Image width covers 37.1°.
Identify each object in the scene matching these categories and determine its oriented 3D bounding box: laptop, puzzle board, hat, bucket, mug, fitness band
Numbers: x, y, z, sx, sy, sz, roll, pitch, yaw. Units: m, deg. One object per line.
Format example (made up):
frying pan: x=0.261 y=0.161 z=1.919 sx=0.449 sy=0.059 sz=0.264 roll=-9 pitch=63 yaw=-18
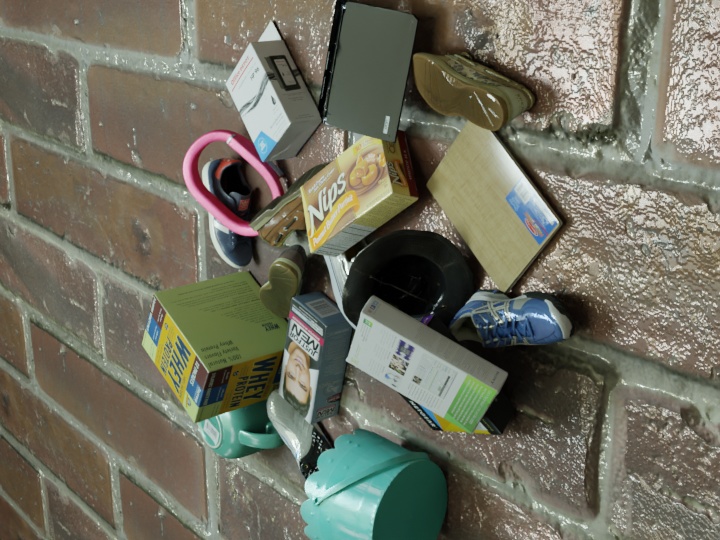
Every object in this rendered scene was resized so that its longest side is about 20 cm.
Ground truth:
laptop: x=0.006 y=-0.292 z=1.539 sx=0.200 sy=0.103 sz=0.177 roll=-107 pitch=28 yaw=-74
puzzle board: x=0.176 y=-0.090 z=1.428 sx=0.200 sy=0.017 sz=0.151 roll=57 pitch=139 yaw=23
hat: x=0.071 y=0.015 z=1.535 sx=0.081 sy=0.200 sz=0.201 roll=-77 pitch=-1 yaw=-59
bucket: x=0.027 y=0.351 z=1.623 sx=0.135 sy=0.207 sz=0.207 roll=14 pitch=112 yaw=40
mug: x=-0.228 y=0.272 z=1.999 sx=0.185 sy=0.114 sz=0.152 roll=-26 pitch=81 yaw=54
fitness band: x=-0.214 y=-0.149 z=1.836 sx=0.200 sy=0.037 sz=0.144 roll=43 pitch=115 yaw=2

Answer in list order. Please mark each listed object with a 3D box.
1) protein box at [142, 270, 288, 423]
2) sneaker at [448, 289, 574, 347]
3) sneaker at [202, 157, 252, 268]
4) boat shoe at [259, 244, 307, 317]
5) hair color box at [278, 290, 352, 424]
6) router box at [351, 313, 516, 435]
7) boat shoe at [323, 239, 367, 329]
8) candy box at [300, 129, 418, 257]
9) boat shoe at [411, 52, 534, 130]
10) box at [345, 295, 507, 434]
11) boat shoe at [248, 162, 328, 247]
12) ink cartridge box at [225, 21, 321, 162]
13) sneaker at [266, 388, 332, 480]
protein box: x=-0.247 y=0.131 z=1.907 sx=0.200 sy=0.198 sz=0.135 roll=49 pitch=136 yaw=31
sneaker: x=0.196 y=0.073 z=1.392 sx=0.200 sy=0.077 sz=0.076 roll=-3 pitch=118 yaw=57
sneaker: x=-0.222 y=-0.103 z=1.905 sx=0.084 sy=0.075 sz=0.200 roll=-9 pitch=99 yaw=44
boat shoe: x=-0.123 y=0.019 z=1.820 sx=0.072 sy=0.066 sz=0.201 roll=34 pitch=154 yaw=5
hair color box: x=-0.077 y=0.147 z=1.804 sx=0.099 sy=0.061 sz=0.200 roll=38 pitch=130 yaw=40
router box: x=0.101 y=0.145 z=1.492 sx=0.200 sy=0.051 sz=0.149 roll=48 pitch=150 yaw=-22
boat shoe: x=0.004 y=-0.001 z=1.648 sx=0.086 sy=0.075 sz=0.202 roll=-44 pitch=56 yaw=46
candy box: x=-0.006 y=-0.114 z=1.580 sx=0.200 sy=0.055 sz=0.116 roll=-35 pitch=56 yaw=43
boat shoe: x=0.141 y=-0.238 z=1.398 sx=0.200 sy=0.063 sz=0.073 roll=40 pitch=146 yaw=43
box: x=0.082 y=0.125 z=1.395 sx=0.200 sy=0.036 sz=0.144 roll=31 pitch=150 yaw=8
boat shoe: x=-0.097 y=-0.105 z=1.751 sx=0.068 sy=0.072 sz=0.200 roll=46 pitch=135 yaw=-12
ink cartridge box: x=-0.152 y=-0.293 z=1.749 sx=0.116 sy=0.068 sz=0.200 roll=-46 pitch=65 yaw=49
sneaker: x=-0.099 y=0.297 z=1.891 sx=0.200 sy=0.072 sz=0.072 roll=60 pitch=175 yaw=11
